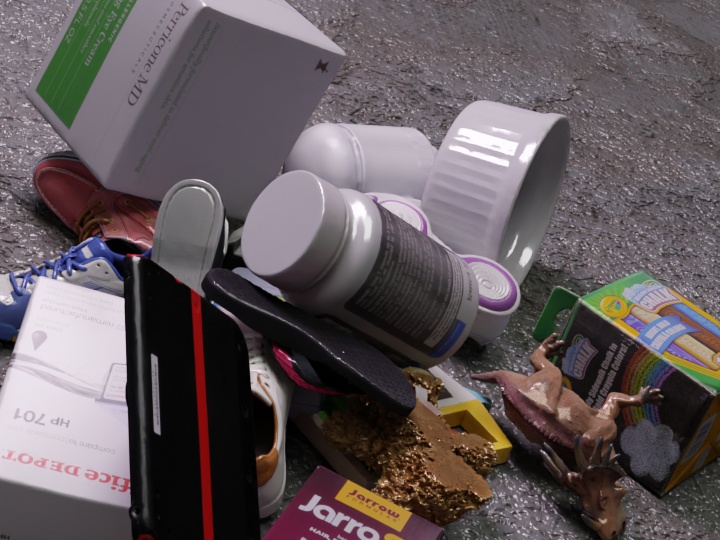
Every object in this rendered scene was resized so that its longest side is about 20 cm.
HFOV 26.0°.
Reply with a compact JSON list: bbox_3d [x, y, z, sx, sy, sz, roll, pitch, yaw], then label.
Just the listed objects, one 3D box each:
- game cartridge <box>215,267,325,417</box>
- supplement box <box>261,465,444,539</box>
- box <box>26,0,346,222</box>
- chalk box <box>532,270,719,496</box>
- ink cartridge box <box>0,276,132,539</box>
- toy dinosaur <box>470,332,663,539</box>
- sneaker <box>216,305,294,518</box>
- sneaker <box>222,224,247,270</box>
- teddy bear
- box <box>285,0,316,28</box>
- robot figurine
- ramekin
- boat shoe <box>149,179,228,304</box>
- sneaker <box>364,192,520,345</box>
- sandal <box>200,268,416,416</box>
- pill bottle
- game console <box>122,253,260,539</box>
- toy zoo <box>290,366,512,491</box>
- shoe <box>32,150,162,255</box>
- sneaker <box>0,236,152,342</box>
[{"bbox_3d":[-0.082,0.057,1.375,0.132,0.041,0.200,5,27,7],"label":"game cartridge"},{"bbox_3d":[-0.030,0.236,1.078,0.110,0.086,0.200,25,29,10],"label":"supplement box"},{"bbox_3d":[-0.165,-0.183,1.474,0.199,0.200,0.171,11,27,-50],"label":"box"},{"bbox_3d":[0.254,0.089,1.460,0.200,0.125,0.124,38,34,27],"label":"chalk box"},{"bbox_3d":[-0.194,0.116,1.146,0.145,0.086,0.201,15,40,-9],"label":"ink cartridge box"},{"bbox_3d":[0.171,0.134,1.362,0.199,0.086,0.135,32,37,20],"label":"toy dinosaur"},{"bbox_3d":[-0.087,0.089,1.234,0.072,0.085,0.201,-7,52,-4],"label":"sneaker"},{"bbox_3d":[-0.031,-0.005,1.496,0.199,0.074,0.089,21,31,1],"label":"sneaker"},{"bbox_3d":[0.038,0.140,1.273,0.144,0.067,0.200,7,33,-41],"label":"teddy bear"},{"bbox_3d":[-0.145,-0.216,1.654,0.049,0.200,0.200,-9,39,-40],"label":"box"},{"bbox_3d":[0.002,-0.095,1.626,0.199,0.114,0.170,0,25,-32],"label":"robot figurine"},{"bbox_3d":[0.134,-0.076,1.599,0.097,0.202,0.200,20,28,18],"label":"ramekin"},{"bbox_3d":[-0.154,0.026,1.296,0.075,0.201,0.060,20,-10,10],"label":"boat shoe"},{"bbox_3d":[0.059,0.004,1.516,0.200,0.100,0.075,37,59,16],"label":"sneaker"},{"bbox_3d":[-0.044,0.065,1.247,0.199,0.045,0.075,30,14,10],"label":"sandal"},{"bbox_3d":[0.000,0.000,1.325,0.200,0.114,0.114,31,16,-41],"label":"pill bottle"},{"bbox_3d":[-0.119,0.106,1.080,0.177,0.031,0.201,41,39,-61],"label":"game console"},{"bbox_3d":[0.042,0.132,1.365,0.199,0.021,0.131,-7,39,-39],"label":"toy zoo"},{"bbox_3d":[-0.233,-0.042,1.437,0.199,0.072,0.091,31,25,10],"label":"shoe"},{"bbox_3d":[-0.249,0.008,1.326,0.199,0.089,0.075,0,33,-31],"label":"sneaker"}]
